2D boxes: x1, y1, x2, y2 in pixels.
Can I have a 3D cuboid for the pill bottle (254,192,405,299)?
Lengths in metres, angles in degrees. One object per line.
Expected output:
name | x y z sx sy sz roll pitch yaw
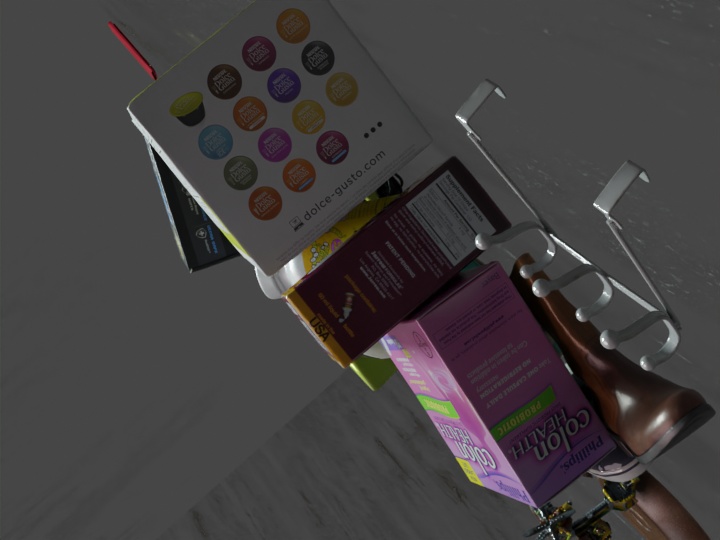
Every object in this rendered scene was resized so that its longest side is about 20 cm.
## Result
pill bottle | -0.013 -0.020 1.021 0.104 0.199 0.105 -11 -90 -73

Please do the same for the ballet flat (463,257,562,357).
ballet flat | 0.144 0.042 0.992 0.062 0.068 0.200 39 -178 -39

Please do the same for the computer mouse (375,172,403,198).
computer mouse | -0.023 -0.146 1.112 0.110 0.044 0.200 52 173 -28

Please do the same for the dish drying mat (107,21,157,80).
dish drying mat | -0.675 -0.654 2.730 0.200 0.018 0.077 48 171 5

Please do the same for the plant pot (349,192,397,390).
plant pot | 0.000 0.000 1.193 0.199 0.181 0.200 45 173 38

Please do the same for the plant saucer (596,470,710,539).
plant saucer | 0.361 0.301 1.148 0.201 0.037 0.200 50 174 7

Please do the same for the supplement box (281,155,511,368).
supplement box | 0.029 -0.008 0.856 0.086 0.200 0.110 50 174 -4

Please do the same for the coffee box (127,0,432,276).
coffee box | -0.088 -0.138 0.894 0.198 0.200 0.200 51 174 -12

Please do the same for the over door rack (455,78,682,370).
over door rack | 0.138 -0.021 0.637 0.148 0.067 0.200 43 171 42

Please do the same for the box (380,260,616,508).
box | 0.118 0.106 0.881 0.200 0.097 0.176 56 167 -3

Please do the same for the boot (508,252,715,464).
boot | 0.207 0.062 0.792 0.200 0.068 0.188 56 -178 10

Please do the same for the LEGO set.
LEGO set | 0.225 0.221 1.071 0.200 0.153 0.116 63 -179 33

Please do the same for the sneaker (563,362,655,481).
sneaker | 0.231 0.153 0.969 0.079 0.078 0.200 45 177 -18

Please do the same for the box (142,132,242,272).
box | -0.133 -0.122 1.051 0.050 0.198 0.201 -135 29 -60

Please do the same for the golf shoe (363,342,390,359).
golf shoe | 0.075 0.066 1.023 0.199 0.078 0.088 5 179 -17
